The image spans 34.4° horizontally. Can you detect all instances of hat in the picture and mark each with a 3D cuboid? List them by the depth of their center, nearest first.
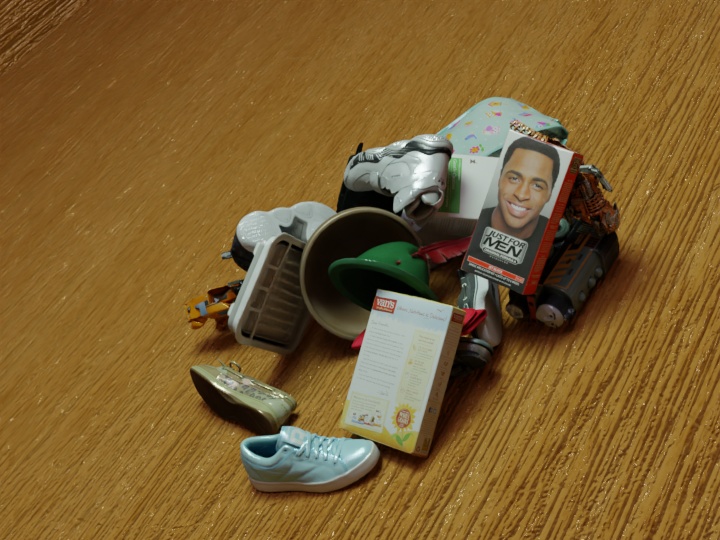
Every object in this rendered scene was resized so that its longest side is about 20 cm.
[{"bbox_3d":[0.066,-0.037,1.699,0.164,0.200,0.178,-2,59,40],"label":"hat"}]

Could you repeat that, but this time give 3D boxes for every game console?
[{"bbox_3d":[0.010,-0.086,1.906,0.174,0.203,0.116,27,21,29],"label":"game console"}]

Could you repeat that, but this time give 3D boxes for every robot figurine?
[{"bbox_3d":[-0.179,0.045,1.884,0.198,0.059,0.144,-17,-8,27],"label":"robot figurine"}]

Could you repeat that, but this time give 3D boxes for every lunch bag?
[{"bbox_3d":[0.232,-0.204,1.954,0.199,0.123,0.170,-34,32,-9],"label":"lunch bag"}]

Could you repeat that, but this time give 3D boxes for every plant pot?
[{"bbox_3d":[0.000,0.000,1.772,0.199,0.203,0.093,-28,14,-5],"label":"plant pot"}]

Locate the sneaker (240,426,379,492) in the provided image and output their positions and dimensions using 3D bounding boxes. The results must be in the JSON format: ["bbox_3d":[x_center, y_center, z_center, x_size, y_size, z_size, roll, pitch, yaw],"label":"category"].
[{"bbox_3d":[-0.075,0.247,1.561,0.197,0.083,0.074,-13,35,19],"label":"sneaker"}]

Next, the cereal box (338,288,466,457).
[{"bbox_3d":[0.056,0.135,1.572,0.143,0.039,0.203,13,84,44],"label":"cereal box"}]

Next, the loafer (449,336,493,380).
[{"bbox_3d":[0.096,0.136,1.630,0.198,0.072,0.064,-7,54,38],"label":"loafer"}]

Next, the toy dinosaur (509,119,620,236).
[{"bbox_3d":[0.284,-0.131,1.647,0.101,0.202,0.135,-21,-6,-37],"label":"toy dinosaur"}]

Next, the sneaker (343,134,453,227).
[{"bbox_3d":[0.051,-0.124,1.733,0.198,0.075,0.117,-15,62,38],"label":"sneaker"}]

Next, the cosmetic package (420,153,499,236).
[{"bbox_3d":[0.194,-0.111,1.783,0.196,0.085,0.109,3,73,1],"label":"cosmetic package"}]

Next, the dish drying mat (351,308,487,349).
[{"bbox_3d":[0.080,0.081,1.638,0.198,0.018,0.077,-8,22,41],"label":"dish drying mat"}]

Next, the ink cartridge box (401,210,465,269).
[{"bbox_3d":[0.101,-0.094,1.921,0.146,0.086,0.200,-30,34,-9],"label":"ink cartridge box"}]

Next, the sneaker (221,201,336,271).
[{"bbox_3d":[-0.125,-0.050,1.831,0.198,0.077,0.114,-7,-19,-36],"label":"sneaker"}]

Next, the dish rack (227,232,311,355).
[{"bbox_3d":[-0.127,0.033,1.753,0.043,0.199,0.174,22,88,27],"label":"dish rack"}]

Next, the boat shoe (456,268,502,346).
[{"bbox_3d":[0.169,0.052,1.694,0.056,0.069,0.201,-20,27,17],"label":"boat shoe"}]

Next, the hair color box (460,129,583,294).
[{"bbox_3d":[0.220,-0.079,1.586,0.100,0.203,0.061,22,9,23],"label":"hair color box"}]

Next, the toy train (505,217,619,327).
[{"bbox_3d":[0.289,0.000,1.671,0.113,0.086,0.200,16,50,33],"label":"toy train"}]

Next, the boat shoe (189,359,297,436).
[{"bbox_3d":[-0.178,0.185,1.737,0.198,0.074,0.062,25,50,37],"label":"boat shoe"}]
